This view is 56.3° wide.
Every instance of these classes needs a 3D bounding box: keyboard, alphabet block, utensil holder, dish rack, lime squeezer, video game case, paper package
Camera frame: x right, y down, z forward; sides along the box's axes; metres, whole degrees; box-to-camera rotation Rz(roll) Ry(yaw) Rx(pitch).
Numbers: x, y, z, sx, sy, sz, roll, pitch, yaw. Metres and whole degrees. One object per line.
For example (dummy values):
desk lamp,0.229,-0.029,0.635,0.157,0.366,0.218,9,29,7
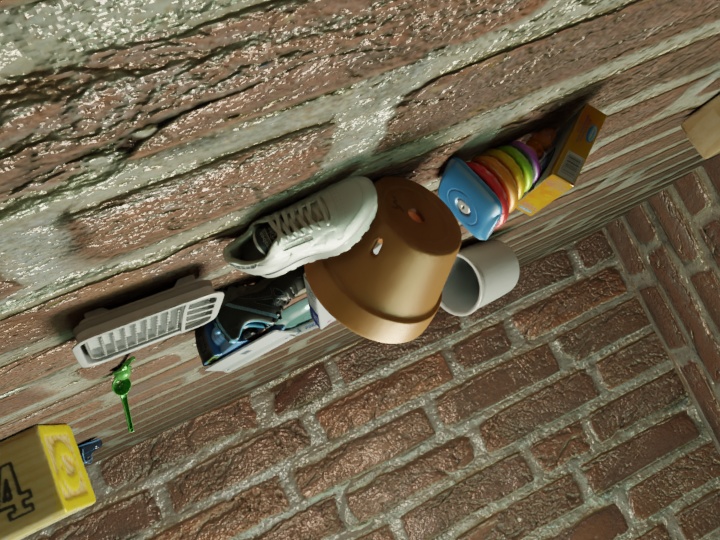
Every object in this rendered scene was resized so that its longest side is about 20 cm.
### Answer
keyboard,-0.196,0.143,1.188,0.199,0.011,0.056,-30,149,34
alphabet block,-0.724,0.465,1.456,0.198,0.199,0.195,-24,172,-8
utensil holder,0.310,0.014,1.807,0.199,0.172,0.169,-18,168,-44
dish rack,-0.289,0.065,0.910,0.198,0.044,0.172,-22,170,-22
lime squeezer,-0.439,0.210,1.243,0.037,0.071,0.202,-3,131,-24
video game case,-0.161,0.152,1.682,0.181,0.022,0.199,-20,178,-31
paper package,0.829,-0.346,1.422,0.189,0.104,0.200,-24,170,-20

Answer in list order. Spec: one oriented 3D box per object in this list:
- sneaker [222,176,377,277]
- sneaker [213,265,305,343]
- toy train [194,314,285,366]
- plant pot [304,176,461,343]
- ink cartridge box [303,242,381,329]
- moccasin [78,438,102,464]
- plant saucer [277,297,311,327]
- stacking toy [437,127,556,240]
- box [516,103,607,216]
sneaker,-0.070,-0.049,0.796,0.199,0.077,0.080,-31,160,20
sneaker,-0.143,0.048,1.078,0.198,0.083,0.073,-24,168,-20
toy train,-0.215,0.105,1.197,0.113,0.088,0.200,-10,163,-38
plant pot,0.042,-0.026,0.889,0.199,0.201,0.141,-16,151,-44
ink cartridge box,0.000,0.000,1.107,0.199,0.043,0.197,-35,162,-13
moccasin,-0.866,0.578,2.067,0.198,0.069,0.080,-29,170,19
plant saucer,-0.106,0.086,1.538,0.198,0.028,0.200,-24,170,-4
stacking toy,0.219,-0.147,0.984,0.199,0.110,0.116,-38,165,-18
box,0.295,-0.159,1.024,0.120,0.041,0.200,-62,178,-10
